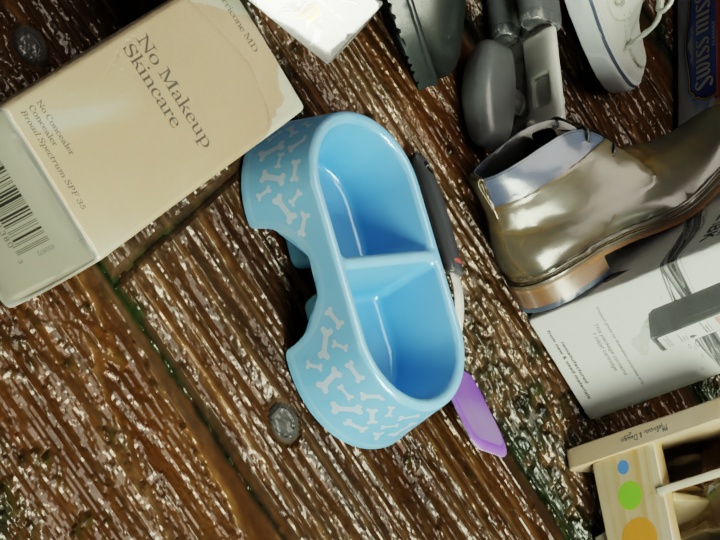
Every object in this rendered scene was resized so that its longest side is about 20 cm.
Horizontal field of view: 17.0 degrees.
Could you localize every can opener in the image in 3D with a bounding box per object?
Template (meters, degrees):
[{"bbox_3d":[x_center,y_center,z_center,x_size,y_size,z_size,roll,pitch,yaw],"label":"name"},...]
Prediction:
[{"bbox_3d":[0.101,-0.171,1.582,0.066,0.053,0.200,22,56,-40],"label":"can opener"}]

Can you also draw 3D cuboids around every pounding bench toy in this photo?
[{"bbox_3d":[0.252,0.162,1.475,0.124,0.200,0.156,9,64,-46],"label":"pounding bench toy"}]

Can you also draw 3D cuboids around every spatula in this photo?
[{"bbox_3d":[0.055,0.019,1.460,0.057,0.021,0.200,26,50,-58],"label":"spatula"}]

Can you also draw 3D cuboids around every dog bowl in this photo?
[{"bbox_3d":[0.000,0.000,1.389,0.111,0.050,0.200,-5,76,-49],"label":"dog bowl"}]

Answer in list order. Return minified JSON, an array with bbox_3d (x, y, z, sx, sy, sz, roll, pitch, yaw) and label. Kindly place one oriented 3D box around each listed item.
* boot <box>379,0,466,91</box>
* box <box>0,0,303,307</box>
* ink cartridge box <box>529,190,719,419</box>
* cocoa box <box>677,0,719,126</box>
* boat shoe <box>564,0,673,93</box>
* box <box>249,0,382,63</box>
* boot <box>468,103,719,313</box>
[{"bbox_3d":[0.078,-0.216,1.454,0.073,0.162,0.198,-116,-174,-54],"label":"boot"},{"bbox_3d":[-0.127,-0.071,1.258,0.095,0.078,0.200,57,40,-9],"label":"box"},{"bbox_3d":[0.228,0.000,1.527,0.084,0.200,0.144,58,40,-11],"label":"ink cartridge box"},{"bbox_3d":[0.317,-0.128,1.742,0.133,0.131,0.200,29,52,-36],"label":"cocoa box"},{"bbox_3d":[0.179,-0.206,1.615,0.075,0.086,0.202,-84,157,-48],"label":"boat shoe"},{"bbox_3d":[-0.089,-0.216,1.333,0.200,0.048,0.158,37,14,-31],"label":"box"},{"bbox_3d":[0.159,-0.068,1.516,0.200,0.075,0.097,-38,115,-16],"label":"boot"}]
